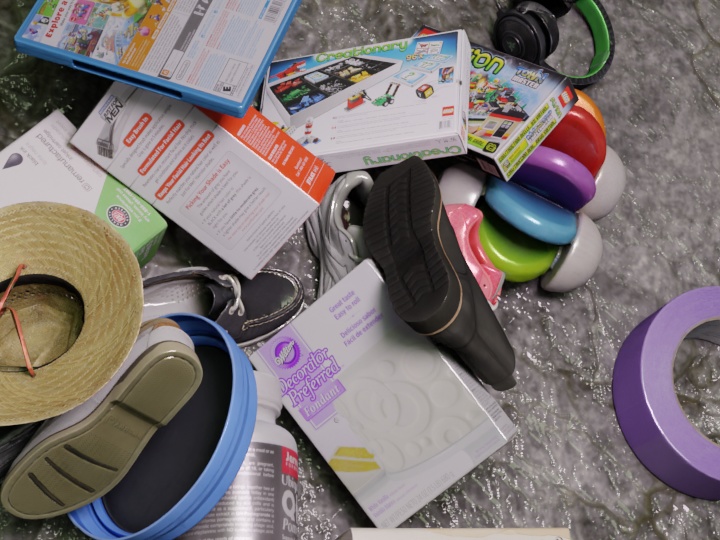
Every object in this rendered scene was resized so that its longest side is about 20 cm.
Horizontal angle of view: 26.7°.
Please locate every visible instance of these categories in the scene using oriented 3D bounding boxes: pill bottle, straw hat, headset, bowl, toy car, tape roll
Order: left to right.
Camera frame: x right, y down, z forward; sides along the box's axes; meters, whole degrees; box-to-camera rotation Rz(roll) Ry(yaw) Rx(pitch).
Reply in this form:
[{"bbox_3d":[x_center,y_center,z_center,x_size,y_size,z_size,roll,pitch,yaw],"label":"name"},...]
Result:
[{"bbox_3d":[-0.260,0.048,1.201,0.201,0.085,0.201,-2,64,5],"label":"straw hat"},{"bbox_3d":[-0.165,0.132,1.244,0.039,0.201,0.201,36,57,-40],"label":"bowl"},{"bbox_3d":[-0.107,0.190,1.275,0.111,0.111,0.200,5,68,-16],"label":"pill bottle"},{"bbox_3d":[0.173,-0.088,1.455,0.175,0.150,0.200,27,64,-7],"label":"toy car"},{"bbox_3d":[0.186,-0.271,1.564,0.200,0.094,0.124,32,62,-16],"label":"headset"},{"bbox_3d":[0.350,0.119,1.478,0.200,0.066,0.200,6,68,-16],"label":"tape roll"}]

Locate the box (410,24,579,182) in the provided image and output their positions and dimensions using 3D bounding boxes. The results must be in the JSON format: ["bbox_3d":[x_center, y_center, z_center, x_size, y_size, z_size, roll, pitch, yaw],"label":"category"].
[{"bbox_3d":[0.097,-0.163,1.443,0.110,0.035,0.200,-49,45,-14],"label":"box"}]

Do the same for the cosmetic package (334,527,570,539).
[{"bbox_3d":[0.074,0.266,1.309,0.200,0.104,0.073,4,67,-18],"label":"cosmetic package"}]

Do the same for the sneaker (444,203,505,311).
[{"bbox_3d":[0.094,0.032,1.392,0.087,0.074,0.200,-13,89,17],"label":"sneaker"}]

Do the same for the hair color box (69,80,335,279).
[{"bbox_3d":[-0.136,-0.098,1.314,0.200,0.111,0.064,38,34,-11],"label":"hair color box"}]

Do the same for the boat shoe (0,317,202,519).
[{"bbox_3d":[-0.209,0.119,1.216,0.200,0.068,0.075,-40,125,8],"label":"boat shoe"}]

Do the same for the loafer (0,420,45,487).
[{"bbox_3d":[-0.270,0.107,1.251,0.201,0.070,0.068,-43,53,-13],"label":"loafer"}]

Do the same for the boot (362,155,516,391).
[{"bbox_3d":[0.073,0.006,1.341,0.138,0.077,0.200,43,29,-39],"label":"boot"}]

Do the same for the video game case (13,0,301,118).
[{"bbox_3d":[-0.165,-0.209,1.259,0.200,0.018,0.143,18,57,7],"label":"video game case"}]

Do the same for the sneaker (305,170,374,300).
[{"bbox_3d":[0.000,0.000,1.392,0.078,0.099,0.200,-10,73,-21],"label":"sneaker"}]

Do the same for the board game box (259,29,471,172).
[{"bbox_3d":[0.003,-0.154,1.420,0.200,0.035,0.126,-7,55,18],"label":"board game box"}]

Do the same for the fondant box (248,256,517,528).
[{"bbox_3d":[0.019,0.109,1.335,0.144,0.058,0.200,-40,82,15],"label":"fondant box"}]

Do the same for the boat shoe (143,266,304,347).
[{"bbox_3d":[-0.140,0.029,1.356,0.200,0.060,0.074,-6,71,-20],"label":"boat shoe"}]

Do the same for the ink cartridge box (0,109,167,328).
[{"bbox_3d":[-0.292,-0.018,1.312,0.146,0.084,0.200,46,63,3],"label":"ink cartridge box"}]
